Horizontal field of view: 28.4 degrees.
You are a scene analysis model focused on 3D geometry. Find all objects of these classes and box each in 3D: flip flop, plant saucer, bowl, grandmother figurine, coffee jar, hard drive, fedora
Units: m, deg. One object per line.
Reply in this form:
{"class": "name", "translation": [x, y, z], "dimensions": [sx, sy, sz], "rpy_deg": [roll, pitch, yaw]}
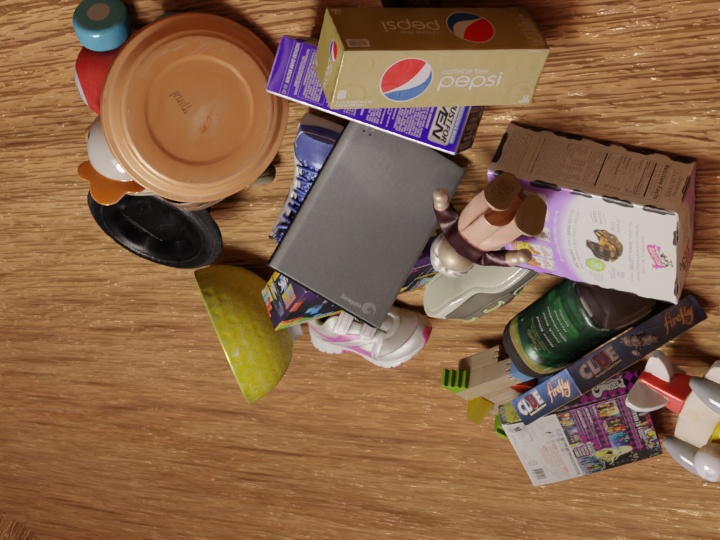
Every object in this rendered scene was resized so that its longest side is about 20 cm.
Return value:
{"class": "flip flop", "translation": [-0.188, -0.099, 1.654], "dimensions": [0.081, 0.200, 0.058], "rpy_deg": [35, 121, 42]}
{"class": "plant saucer", "translation": [-0.172, -0.170, 1.493], "dimensions": [0.200, 0.200, 0.032], "rpy_deg": [37, 180, -22]}
{"class": "bowl", "translation": [-0.141, 0.072, 1.944], "dimensions": [0.108, 0.200, 0.200], "rpy_deg": [-22, 144, -3]}
{"class": "grandmother figurine", "translation": [0.121, -0.040, 1.483], "dimensions": [0.121, 0.061, 0.200], "rpy_deg": [48, 156, 3]}
{"class": "coffee jar", "translation": [0.246, 0.056, 1.638], "dimensions": [0.085, 0.104, 0.200], "rpy_deg": [61, 151, 9]}
{"class": "hard drive", "translation": [0.007, -0.056, 1.536], "dimensions": [0.139, 0.200, 0.033], "rpy_deg": [30, 174, -11]}
{"class": "fedora", "translation": [-0.246, -0.086, 1.796], "dimensions": [0.200, 0.092, 0.201], "rpy_deg": [19, 152, 11]}

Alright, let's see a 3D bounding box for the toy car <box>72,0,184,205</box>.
{"class": "toy car", "translation": [-0.258, -0.162, 1.561], "dimensions": [0.177, 0.200, 0.184], "rpy_deg": [16, 151, 15]}

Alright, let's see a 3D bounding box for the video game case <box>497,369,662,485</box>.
{"class": "video game case", "translation": [0.287, 0.207, 1.836], "dimensions": [0.181, 0.036, 0.200], "rpy_deg": [-16, 145, 12]}

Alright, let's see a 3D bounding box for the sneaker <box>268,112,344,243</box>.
{"class": "sneaker", "translation": [-0.050, -0.080, 1.629], "dimensions": [0.080, 0.115, 0.199], "rpy_deg": [20, 152, 7]}

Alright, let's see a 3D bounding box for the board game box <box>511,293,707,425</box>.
{"class": "board game box", "translation": [0.281, 0.101, 1.606], "dimensions": [0.035, 0.200, 0.135], "rpy_deg": [59, 151, 8]}

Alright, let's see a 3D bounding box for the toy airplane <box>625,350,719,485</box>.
{"class": "toy airplane", "translation": [0.406, 0.176, 1.658], "dimensions": [0.199, 0.141, 0.200], "rpy_deg": [-16, 139, 44]}

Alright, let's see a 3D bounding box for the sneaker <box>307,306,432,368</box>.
{"class": "sneaker", "translation": [0.000, 0.071, 1.884], "dimensions": [0.200, 0.081, 0.088], "rpy_deg": [3, 147, 34]}

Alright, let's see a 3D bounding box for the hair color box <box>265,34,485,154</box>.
{"class": "hair color box", "translation": [0.019, -0.176, 1.413], "dimensions": [0.200, 0.065, 0.109], "rpy_deg": [21, -168, 9]}

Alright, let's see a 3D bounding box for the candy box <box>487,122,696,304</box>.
{"class": "candy box", "translation": [0.244, -0.058, 1.482], "dimensions": [0.200, 0.072, 0.168], "rpy_deg": [14, 150, 20]}

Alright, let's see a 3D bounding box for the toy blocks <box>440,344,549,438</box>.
{"class": "toy blocks", "translation": [0.225, 0.150, 1.845], "dimensions": [0.200, 0.100, 0.137], "rpy_deg": [29, 145, -32]}

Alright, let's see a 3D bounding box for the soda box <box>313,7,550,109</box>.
{"class": "soda box", "translation": [0.064, -0.192, 1.281], "dimensions": [0.200, 0.064, 0.068], "rpy_deg": [-3, 137, -19]}

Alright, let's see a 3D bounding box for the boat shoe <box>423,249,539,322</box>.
{"class": "boat shoe", "translation": [0.156, 0.009, 1.673], "dimensions": [0.060, 0.072, 0.202], "rpy_deg": [15, 152, -31]}

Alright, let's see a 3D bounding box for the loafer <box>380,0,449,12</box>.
{"class": "loafer", "translation": [0.047, -0.270, 1.294], "dimensions": [0.071, 0.073, 0.200], "rpy_deg": [-18, 141, 6]}

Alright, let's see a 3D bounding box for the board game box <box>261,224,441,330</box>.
{"class": "board game box", "translation": [0.000, 0.000, 1.649], "dimensions": [0.200, 0.057, 0.165], "rpy_deg": [-16, 169, -19]}
